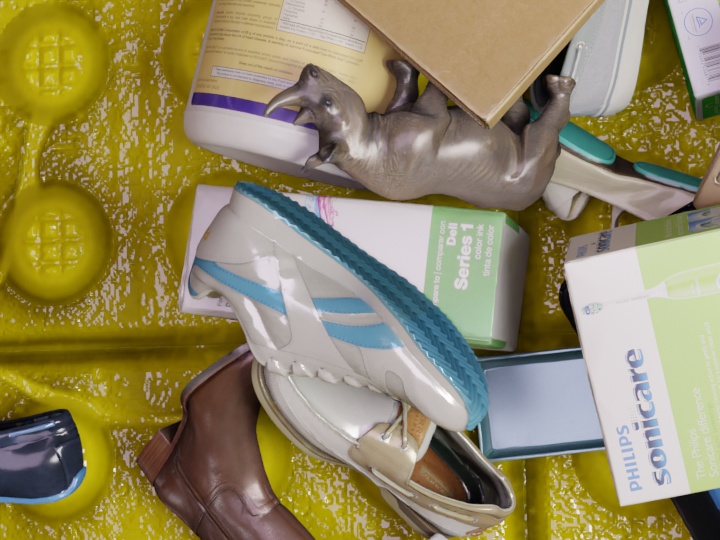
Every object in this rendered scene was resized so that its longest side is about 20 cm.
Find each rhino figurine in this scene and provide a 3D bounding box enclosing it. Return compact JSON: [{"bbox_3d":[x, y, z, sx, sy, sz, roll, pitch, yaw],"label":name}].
[{"bbox_3d":[0.036,-0.085,1.084,0.199,0.060,0.088,5,88,-22],"label":"rhino figurine"}]

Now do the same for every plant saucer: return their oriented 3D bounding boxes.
[{"bbox_3d":[0.174,0.081,1.164,0.199,0.019,0.070,-7,85,11],"label":"plant saucer"}]

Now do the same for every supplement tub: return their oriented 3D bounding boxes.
[{"bbox_3d":[-0.026,-0.164,1.158,0.145,0.145,0.201,14,89,12],"label":"supplement tub"}]

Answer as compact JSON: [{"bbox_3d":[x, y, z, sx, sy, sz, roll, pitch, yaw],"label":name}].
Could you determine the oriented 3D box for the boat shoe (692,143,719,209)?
[{"bbox_3d":[0.248,-0.124,1.045,0.064,0.071,0.201,16,97,8],"label":"boat shoe"}]

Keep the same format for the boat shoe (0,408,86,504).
[{"bbox_3d":[-0.289,0.118,1.228,0.199,0.084,0.069,-1,105,-2],"label":"boat shoe"}]

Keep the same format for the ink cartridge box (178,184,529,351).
[{"bbox_3d":[0.000,0.000,1.140,0.199,0.145,0.085,6,87,12],"label":"ink cartridge box"}]

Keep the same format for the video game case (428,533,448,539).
[{"bbox_3d":[0.091,0.284,1.143,0.200,0.018,0.144,36,112,12],"label":"video game case"}]

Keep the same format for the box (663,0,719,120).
[{"bbox_3d":[0.271,-0.220,1.127,0.176,0.097,0.201,-16,83,9],"label":"box"}]

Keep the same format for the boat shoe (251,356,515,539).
[{"bbox_3d":[0.020,0.099,1.116,0.068,0.200,0.075,-16,44,46],"label":"boat shoe"}]

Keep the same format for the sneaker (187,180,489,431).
[{"bbox_3d":[-0.012,0.034,1.034,0.200,0.076,0.081,38,104,17],"label":"sneaker"}]

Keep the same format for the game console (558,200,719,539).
[{"bbox_3d":[0.248,0.043,1.078,0.199,0.119,0.173,-31,105,6],"label":"game console"}]

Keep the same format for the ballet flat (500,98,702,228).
[{"bbox_3d":[0.162,-0.051,1.156,0.199,0.069,0.070,25,91,12],"label":"ballet flat"}]

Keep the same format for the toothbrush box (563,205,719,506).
[{"bbox_3d":[0.228,0.036,1.008,0.199,0.086,0.146,-13,99,11],"label":"toothbrush box"}]

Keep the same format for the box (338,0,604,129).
[{"bbox_3d":[0.082,-0.210,1.056,0.163,0.021,0.200,42,88,13],"label":"box"}]

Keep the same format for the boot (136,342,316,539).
[{"bbox_3d":[-0.046,0.157,1.148,0.200,0.064,0.187,52,138,14],"label":"boot"}]

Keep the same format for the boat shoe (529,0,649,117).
[{"bbox_3d":[0.139,-0.190,1.112,0.071,0.070,0.202,-9,116,-22],"label":"boat shoe"}]
